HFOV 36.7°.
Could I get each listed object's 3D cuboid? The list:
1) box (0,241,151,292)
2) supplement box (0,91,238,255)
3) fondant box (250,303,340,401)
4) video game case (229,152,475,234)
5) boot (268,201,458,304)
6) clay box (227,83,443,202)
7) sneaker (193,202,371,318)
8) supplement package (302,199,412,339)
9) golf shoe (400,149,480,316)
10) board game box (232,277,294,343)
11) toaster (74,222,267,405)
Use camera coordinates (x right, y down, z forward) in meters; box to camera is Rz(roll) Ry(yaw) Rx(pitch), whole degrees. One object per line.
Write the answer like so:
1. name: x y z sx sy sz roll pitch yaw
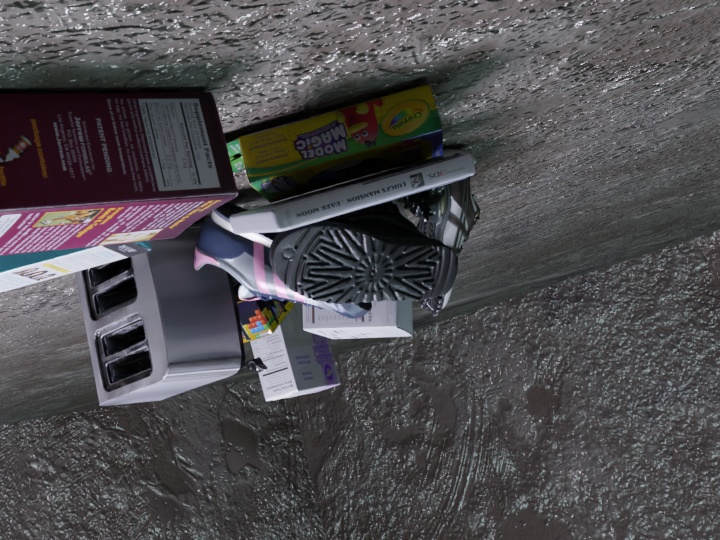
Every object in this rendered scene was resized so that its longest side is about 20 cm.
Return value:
1. box: -0.312 -0.021 1.049 0.200 0.049 0.082 -15 172 3
2. supplement box: -0.206 -0.070 0.785 0.200 0.086 0.110 -8 169 -38
3. fondant box: -0.106 0.081 1.574 0.058 0.200 0.144 -18 172 22
4. video game case: -0.015 -0.067 0.989 0.181 0.023 0.200 -18 -174 -16
5. boot: -0.020 -0.030 1.111 0.211 0.080 0.158 9 -160 -32
6. clay box: -0.027 -0.107 0.978 0.200 0.048 0.115 -16 174 4
7. sneaker: -0.086 0.008 1.168 0.082 0.200 0.070 -57 -179 18
8. supplement package: 0.000 0.000 1.319 0.111 0.156 0.200 -2 173 7
9. golf shoe: 0.099 -0.042 1.223 0.094 0.200 0.078 -22 -142 -30
10. board game box: -0.151 0.031 1.387 0.165 0.057 0.200 -18 -161 27
11. toaster: -0.225 0.050 1.226 0.119 0.181 0.200 -4 168 -46
